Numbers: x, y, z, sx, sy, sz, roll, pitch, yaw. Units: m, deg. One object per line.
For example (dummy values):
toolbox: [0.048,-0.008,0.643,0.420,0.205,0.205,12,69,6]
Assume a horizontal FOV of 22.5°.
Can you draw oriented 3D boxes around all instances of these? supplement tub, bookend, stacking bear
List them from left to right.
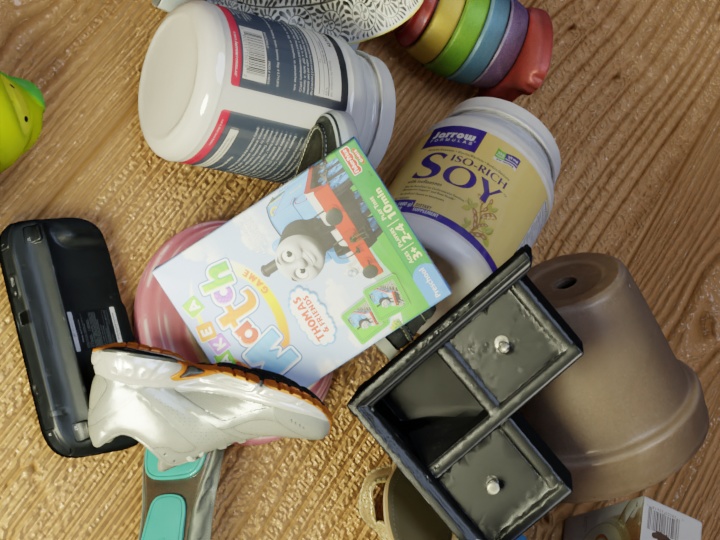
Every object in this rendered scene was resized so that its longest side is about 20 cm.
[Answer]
supplement tub: [-0.083,-0.151,1.600,0.199,0.140,0.142,11,66,-33]
stacking bear: [0.079,-0.247,1.784,0.199,0.121,0.115,23,62,-19]
supplement tub: [0.095,-0.052,1.689,0.145,0.145,0.201,43,52,-14]
bookend: [0.127,0.120,1.533,0.200,0.198,0.092,50,8,0]

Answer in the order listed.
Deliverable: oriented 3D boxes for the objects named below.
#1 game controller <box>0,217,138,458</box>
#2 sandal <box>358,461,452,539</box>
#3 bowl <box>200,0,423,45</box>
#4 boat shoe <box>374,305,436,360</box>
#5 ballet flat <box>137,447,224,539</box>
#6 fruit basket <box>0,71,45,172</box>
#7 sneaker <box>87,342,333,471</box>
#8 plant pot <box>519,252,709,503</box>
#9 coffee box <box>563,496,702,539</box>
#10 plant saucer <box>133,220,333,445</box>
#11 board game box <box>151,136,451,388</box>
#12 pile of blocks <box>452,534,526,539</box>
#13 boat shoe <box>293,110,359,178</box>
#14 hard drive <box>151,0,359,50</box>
game controller: [-0.233,0.052,1.483,0.104,0.042,0.202,-2,74,-52]
sandal: [0.032,0.201,1.600,0.077,0.070,0.213,37,32,-22]
bowl: [-0.044,-0.282,1.594,0.199,0.200,0.095,9,65,-33]
boat shoe: [0.000,0.000,1.592,0.068,0.200,0.072,-45,132,4]
ballet flat: [-0.145,0.184,1.480,0.064,0.067,0.202,50,44,-56]
fruit basket: [-0.329,-0.109,1.412,0.213,0.155,0.218,4,77,-18]
sneaker: [-0.123,0.119,1.440,0.198,0.076,0.093,13,94,-3]
plant pot: [0.203,0.085,1.649,0.200,0.199,0.176,-40,122,-39]
coffee box: [0.242,0.324,1.671,0.079,0.114,0.202,25,60,-26]
plant saucer: [-0.099,0.049,1.569,0.199,0.051,0.203,14,65,-32]
board game box: [-0.048,0.008,1.486,0.199,0.037,0.152,-33,96,4]
pile of blocks: [0.121,0.274,1.641,0.082,0.062,0.202,-25,92,-59]
boat shoe: [-0.049,-0.038,1.526,0.070,0.072,0.202,8,92,-27]
hard drive: [-0.078,-0.269,1.675,0.199,0.027,0.133,20,100,-27]
